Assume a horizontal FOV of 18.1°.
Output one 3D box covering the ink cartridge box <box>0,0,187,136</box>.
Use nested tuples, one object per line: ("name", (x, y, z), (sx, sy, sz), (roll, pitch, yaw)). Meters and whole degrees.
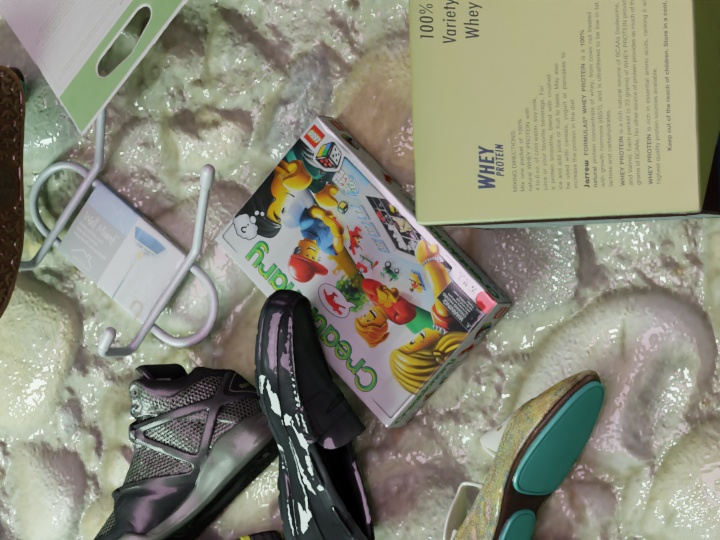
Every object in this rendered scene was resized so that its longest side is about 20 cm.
("ink cartridge box", (-0.192, -0.204, 1.705), (0.146, 0.048, 0.200), (-50, 49, 15))

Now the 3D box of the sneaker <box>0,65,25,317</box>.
("sneaker", (-0.306, -0.055, 1.720), (0.089, 0.067, 0.202), (5, 90, 39))

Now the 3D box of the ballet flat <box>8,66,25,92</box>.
("ballet flat", (-0.342, -0.094, 1.801), (0.067, 0.068, 0.200), (43, 104, 26))

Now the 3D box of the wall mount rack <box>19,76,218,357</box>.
("wall mount rack", (-0.181, -0.038, 1.718), (0.200, 0.074, 0.174), (39, 104, 22))

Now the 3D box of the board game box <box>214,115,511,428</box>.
("board game box", (0.000, 0.000, 1.661), (0.200, 0.035, 0.126), (46, 107, 18))

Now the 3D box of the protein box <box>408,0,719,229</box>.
("protein box", (0.149, -0.131, 1.543), (0.199, 0.135, 0.200), (-3, 89, 23))

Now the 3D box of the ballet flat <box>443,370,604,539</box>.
("ballet flat", (0.104, 0.151, 1.600), (0.070, 0.071, 0.201), (27, 100, 22))

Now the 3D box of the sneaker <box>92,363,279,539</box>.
("sneaker", (-0.154, 0.147, 1.708), (0.199, 0.076, 0.114), (-46, 71, 13))

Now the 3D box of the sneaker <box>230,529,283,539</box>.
("sneaker", (-0.137, 0.262, 1.697), (0.199, 0.075, 0.077), (-26, 79, 23))

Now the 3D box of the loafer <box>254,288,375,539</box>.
("loafer", (-0.029, 0.110, 1.641), (0.070, 0.068, 0.202), (-3, 105, 25))
